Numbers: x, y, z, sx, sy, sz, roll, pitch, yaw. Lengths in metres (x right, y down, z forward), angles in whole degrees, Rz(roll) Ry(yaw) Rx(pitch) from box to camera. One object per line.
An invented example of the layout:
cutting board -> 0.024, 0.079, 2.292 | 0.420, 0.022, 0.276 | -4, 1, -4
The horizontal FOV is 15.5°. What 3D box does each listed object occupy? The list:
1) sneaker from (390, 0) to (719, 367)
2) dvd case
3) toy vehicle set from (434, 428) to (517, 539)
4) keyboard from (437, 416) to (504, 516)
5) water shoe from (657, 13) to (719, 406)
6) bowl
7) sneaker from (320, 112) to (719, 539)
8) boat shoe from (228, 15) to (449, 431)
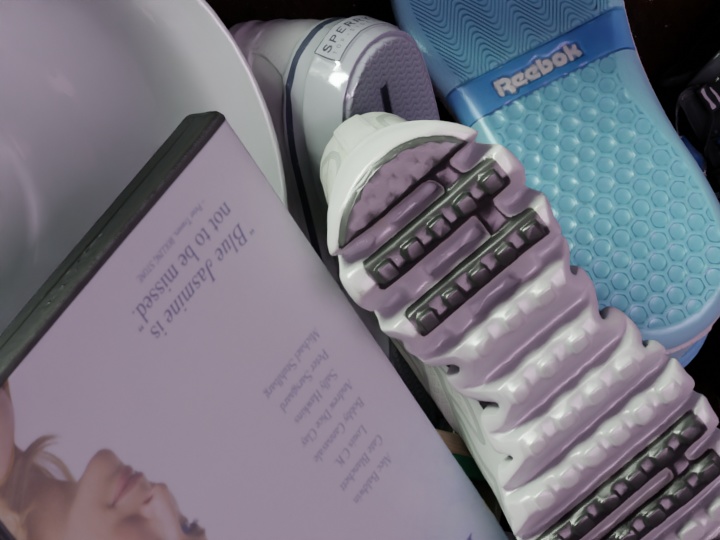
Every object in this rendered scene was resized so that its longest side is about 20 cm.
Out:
sneaker -> 0.065, -0.047, 0.916 | 0.079, 0.131, 0.201 | -19, 72, -1
dvd case -> -0.031, 0.075, 0.762 | 0.143, 0.018, 0.200 | -53, 122, -33
toy vehicle set -> 0.008, 0.111, 0.829 | 0.200, 0.026, 0.125 | 16, 77, -43
keyboard -> 0.080, 0.108, 0.953 | 0.200, 0.040, 0.104 | 34, 68, -42
water shoe -> 0.140, -0.046, 0.962 | 0.079, 0.071, 0.201 | 13, 88, -10
bowl -> -0.129, -0.012, 0.805 | 0.201, 0.090, 0.202 | -3, 96, -29
sneaker -> 0.052, 0.031, 0.816 | 0.075, 0.081, 0.200 | -34, 112, -6
boat shoe -> 0.000, 0.000, 0.893 | 0.074, 0.067, 0.201 | -37, 130, -40
